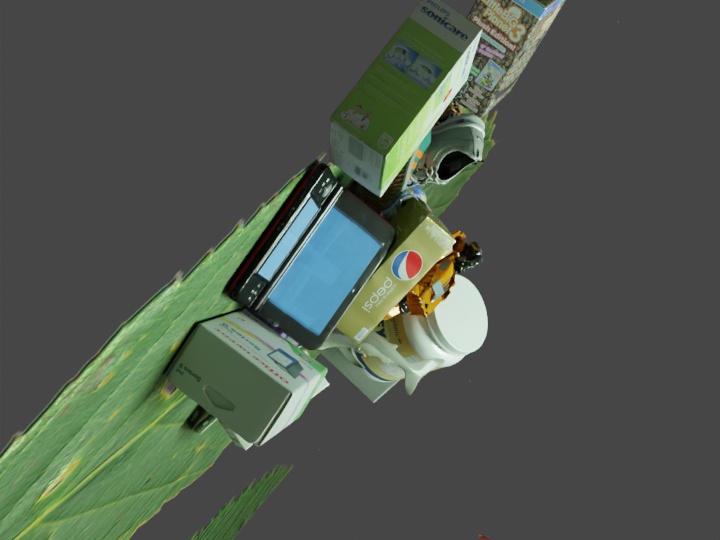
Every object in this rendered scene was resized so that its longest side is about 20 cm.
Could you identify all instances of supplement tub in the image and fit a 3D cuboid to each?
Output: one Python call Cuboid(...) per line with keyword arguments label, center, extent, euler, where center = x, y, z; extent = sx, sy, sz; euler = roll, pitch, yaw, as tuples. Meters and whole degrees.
Cuboid(label="supplement tub", center=(0.088, 0.090, 1.783), extent=(0.199, 0.145, 0.145), euler=(-21, -161, 44))

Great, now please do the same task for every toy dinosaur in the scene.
Cuboid(label="toy dinosaur", center=(0.140, -0.232, 1.788), extent=(0.200, 0.101, 0.137), euler=(-30, 111, -62))

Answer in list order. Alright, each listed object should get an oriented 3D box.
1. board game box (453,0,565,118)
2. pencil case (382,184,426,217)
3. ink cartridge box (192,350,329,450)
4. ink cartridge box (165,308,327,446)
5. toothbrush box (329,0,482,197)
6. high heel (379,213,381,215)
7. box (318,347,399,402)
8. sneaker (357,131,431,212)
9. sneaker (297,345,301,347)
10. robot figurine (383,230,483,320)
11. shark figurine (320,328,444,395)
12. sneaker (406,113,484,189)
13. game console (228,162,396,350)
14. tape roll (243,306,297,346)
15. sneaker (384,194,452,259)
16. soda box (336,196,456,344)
Cuboid(label="board game box", center=(0.215, -0.357, 1.709), extent=(0.201, 0.096, 0.159), euler=(-60, 171, 35))
Cuboid(label="pencil case", center=(0.050, -0.056, 1.864), extent=(0.078, 0.087, 0.201), euler=(-13, -137, 40))
Cuboid(label="ink cartridge box", center=(-0.153, 0.206, 1.705), extent=(0.199, 0.068, 0.116), euler=(-36, -177, -14))
Cuboid(label="ink cartridge box", center=(-0.138, 0.130, 1.416), extent=(0.088, 0.145, 0.200), euler=(-56, 172, 10))
Cuboid(label="toothbrush box", center=(0.051, -0.209, 1.364), extent=(0.201, 0.086, 0.146), euler=(-55, 173, -14))
Cuboid(label="high heel", center=(-0.005, -0.060, 1.734), extent=(0.097, 0.067, 0.200), euler=(-63, 171, 24))
Cuboid(label="box", center=(0.001, 0.103, 1.938), extent=(0.124, 0.200, 0.098), euler=(-48, -178, -43))
Cuboid(label="sneaker", center=(0.061, -0.172, 1.651), extent=(0.080, 0.071, 0.201), euler=(-41, 163, -51))
Cuboid(label="sneaker", center=(-0.084, 0.061, 1.822), extent=(0.200, 0.078, 0.086), euler=(-42, 179, -35))
Cuboid(label="robot figurine", center=(0.096, 0.004, 1.670), extent=(0.144, 0.059, 0.200), euler=(-8, -153, 37))
Cuboid(label="shark figurine", center=(0.013, 0.093, 1.678), extent=(0.090, 0.213, 0.129), euler=(-58, 150, -23))
Cuboid(label="sneaker", center=(0.098, -0.160, 1.687), extent=(0.199, 0.074, 0.083), euler=(-29, -133, 32))
Cuboid(label="game console", center=(-0.055, -0.012, 1.426), extent=(0.201, 0.118, 0.172), euler=(-55, 173, -3))
Cuboid(label="tape roll", center=(-0.110, 0.059, 1.609), extent=(0.201, 0.065, 0.200), euler=(-53, 172, -11))
Cuboid(label="sneaker", center=(0.076, -0.078, 1.672), extent=(0.075, 0.093, 0.200), euler=(-27, -158, -9))
Cuboid(label="soda box", center=(0.035, 0.000, 1.546), extent=(0.200, 0.064, 0.068), euler=(-46, -149, 9))
